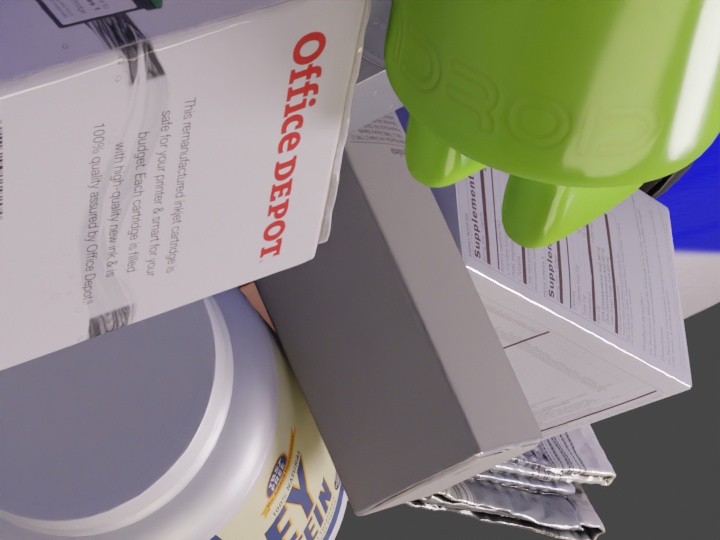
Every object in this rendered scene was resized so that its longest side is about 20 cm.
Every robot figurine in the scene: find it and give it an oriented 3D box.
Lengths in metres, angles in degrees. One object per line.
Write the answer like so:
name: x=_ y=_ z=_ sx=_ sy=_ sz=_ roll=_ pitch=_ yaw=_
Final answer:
robot figurine: x=0.072 y=-0.108 z=0.658 sx=0.116 sy=0.175 sz=0.200 roll=-28 pitch=141 yaw=-41

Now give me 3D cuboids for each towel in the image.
towel: x=0.052 y=0.052 z=1.162 sx=0.192 sy=0.200 sz=0.035 roll=18 pitch=133 yaw=-44

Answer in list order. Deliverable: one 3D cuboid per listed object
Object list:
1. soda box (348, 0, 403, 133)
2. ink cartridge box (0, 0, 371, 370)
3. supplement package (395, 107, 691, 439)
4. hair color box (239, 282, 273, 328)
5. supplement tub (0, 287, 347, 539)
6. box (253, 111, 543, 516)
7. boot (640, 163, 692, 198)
soda box: x=0.058 y=-0.126 z=0.816 sx=0.200 sy=0.064 sz=0.068 roll=-26 pitch=170 yaw=8
ink cartridge box: x=-0.109 y=-0.045 z=0.688 sx=0.200 sy=0.084 sz=0.146 roll=-20 pitch=148 yaw=-25
supplement package: x=0.064 y=-0.002 z=1.058 sx=0.114 sy=0.110 sz=0.200 roll=-22 pitch=147 yaw=32
hair color box: x=-0.125 y=0.098 z=1.325 sx=0.200 sy=0.111 sz=0.064 roll=-25 pitch=169 yaw=0
supplement tub: x=-0.093 y=0.072 z=0.921 sx=0.145 sy=0.145 sz=0.200 roll=-26 pitch=157 yaw=4
box: x=0.000 y=0.000 z=0.915 sx=0.068 sy=0.200 sz=0.082 roll=-28 pitch=168 yaw=23
boot: x=0.131 y=-0.086 z=1.109 sx=0.158 sy=0.079 sz=0.211 roll=-18 pitch=160 yaw=-50
